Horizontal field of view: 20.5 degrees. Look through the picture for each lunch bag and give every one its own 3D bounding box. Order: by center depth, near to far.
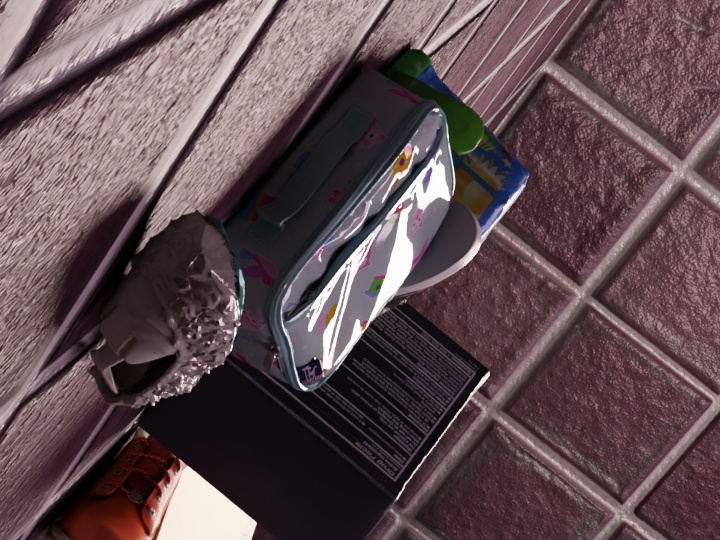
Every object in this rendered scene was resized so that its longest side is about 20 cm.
[{"bbox_3d":[-0.018,-0.024,1.304,0.200,0.077,0.161,-53,161,-21],"label":"lunch bag"}]

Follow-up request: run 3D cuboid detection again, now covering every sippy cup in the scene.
[{"bbox_3d":[0.048,-0.073,1.474,0.140,0.130,0.178,-53,176,14],"label":"sippy cup"}]

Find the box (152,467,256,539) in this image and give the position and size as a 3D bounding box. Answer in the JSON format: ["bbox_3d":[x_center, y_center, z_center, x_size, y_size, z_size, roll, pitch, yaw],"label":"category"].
[{"bbox_3d":[-0.149,0.254,1.705,0.164,0.021,0.201,64,36,-49],"label":"box"}]

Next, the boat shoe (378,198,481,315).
[{"bbox_3d":[0.000,0.000,1.436,0.199,0.071,0.064,-17,155,20],"label":"boat shoe"}]

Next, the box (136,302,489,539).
[{"bbox_3d":[-0.036,0.101,1.583,0.123,0.200,0.198,-53,176,37],"label":"box"}]

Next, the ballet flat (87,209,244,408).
[{"bbox_3d":[-0.106,0.033,1.036,0.072,0.072,0.200,-51,176,-23],"label":"ballet flat"}]

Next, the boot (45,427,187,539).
[{"bbox_3d":[-0.182,0.177,1.544,0.107,0.075,0.200,-55,-175,7],"label":"boot"}]
